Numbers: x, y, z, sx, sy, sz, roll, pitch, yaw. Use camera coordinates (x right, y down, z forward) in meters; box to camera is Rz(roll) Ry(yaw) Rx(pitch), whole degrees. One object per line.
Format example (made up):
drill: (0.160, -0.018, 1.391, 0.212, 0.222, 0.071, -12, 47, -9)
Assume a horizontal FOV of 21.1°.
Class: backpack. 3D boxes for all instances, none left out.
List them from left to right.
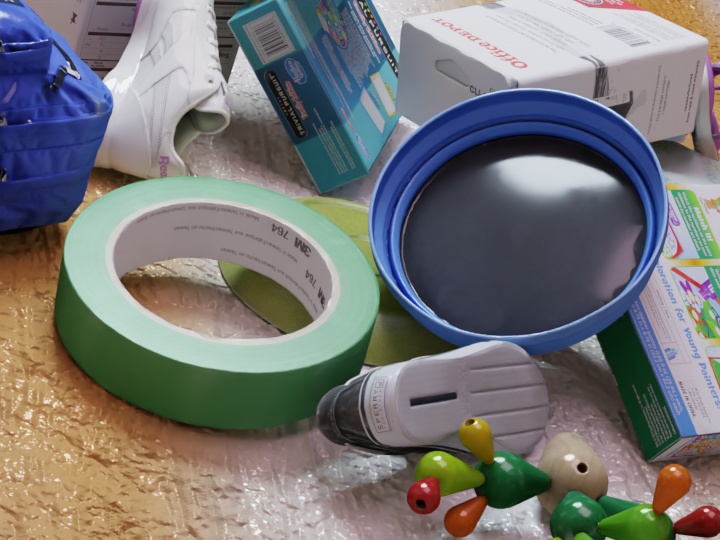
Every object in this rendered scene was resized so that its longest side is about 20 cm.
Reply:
backpack: (-0.258, -0.105, 1.239, 0.200, 0.168, 0.163, -3, 41, -44)

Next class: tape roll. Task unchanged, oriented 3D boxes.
tape roll: (-0.090, 0.017, 1.216, 0.200, 0.048, 0.201, 10, 36, -7)

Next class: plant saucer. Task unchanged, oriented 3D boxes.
plant saucer: (0.000, 0.000, 1.358, 0.200, 0.031, 0.200, 15, 27, -8)

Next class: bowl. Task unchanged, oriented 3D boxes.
bowl: (0.107, -0.031, 1.297, 0.200, 0.039, 0.201, -6, 57, 9)

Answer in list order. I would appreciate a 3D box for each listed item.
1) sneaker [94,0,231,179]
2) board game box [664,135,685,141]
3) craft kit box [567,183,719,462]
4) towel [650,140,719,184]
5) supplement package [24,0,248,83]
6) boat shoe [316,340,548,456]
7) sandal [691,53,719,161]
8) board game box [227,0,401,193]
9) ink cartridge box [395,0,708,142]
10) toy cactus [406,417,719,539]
sneaker: (-0.128, -0.151, 1.421, 0.099, 0.075, 0.200, 19, 71, 9)
board game box: (0.181, -0.168, 1.707, 0.200, 0.041, 0.200, 6, 20, 2)
craft kit box: (0.248, 0.031, 1.362, 0.197, 0.049, 0.200, -3, 61, -33)
towel: (0.234, -0.074, 1.632, 0.171, 0.048, 0.200, 32, 29, 21)
supplement package: (-0.209, -0.227, 1.551, 0.156, 0.111, 0.200, -5, 35, -40)
boat shoe: (0.046, 0.078, 1.194, 0.071, 0.072, 0.200, -6, -9, 34)
sandal: (0.309, -0.148, 1.688, 0.050, 0.083, 0.203, -11, -16, 8)
board game box: (-0.026, -0.168, 1.537, 0.151, 0.047, 0.200, 62, 22, -16)
ink cartridge box: (0.147, -0.152, 1.513, 0.200, 0.084, 0.144, -14, 33, -33)
toy cactus: (0.126, 0.132, 1.147, 0.200, 0.102, 0.165, 10, 18, -1)
